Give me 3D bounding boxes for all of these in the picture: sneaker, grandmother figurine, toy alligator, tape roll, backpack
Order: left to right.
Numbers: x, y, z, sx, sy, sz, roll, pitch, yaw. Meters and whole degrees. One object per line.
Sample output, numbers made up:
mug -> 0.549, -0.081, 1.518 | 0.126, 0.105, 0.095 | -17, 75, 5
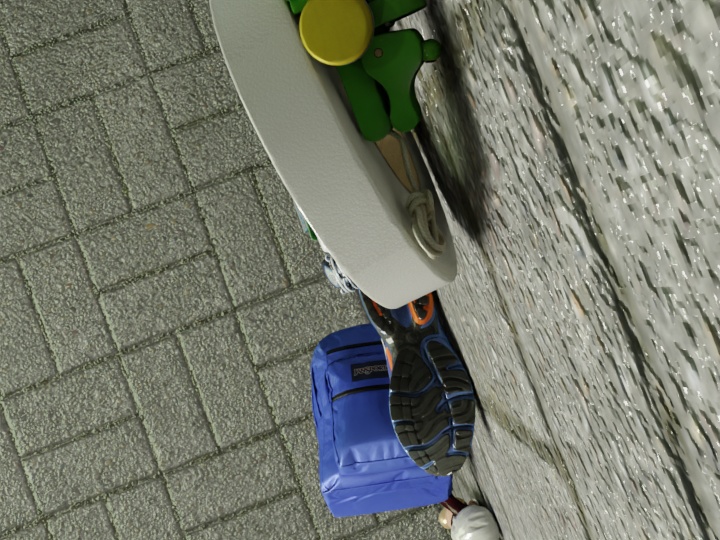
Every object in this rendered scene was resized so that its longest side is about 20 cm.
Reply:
tape roll -> -0.009, -0.079, 0.466 | 0.203, 0.037, 0.203 | 58, -164, -27
sneaker -> 0.000, 0.000, 1.066 | 0.200, 0.085, 0.078 | -124, 13, -78
toy alligator -> 0.008, -0.103, 0.382 | 0.201, 0.054, 0.059 | 61, -164, -9
backpack -> 0.025, 0.155, 1.025 | 0.168, 0.161, 0.201 | 89, 175, -56
sneaker -> 0.055, 0.078, 0.781 | 0.078, 0.075, 0.202 | 45, -148, -74
grandmother figurine -> 0.130, 0.303, 1.068 | 0.121, 0.061, 0.200 | 42, 170, 8

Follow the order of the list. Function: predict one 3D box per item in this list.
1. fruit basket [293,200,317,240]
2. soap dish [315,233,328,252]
fruit basket -> -0.081, -0.139, 1.774 | 0.200, 0.093, 0.187 | 112, 138, -82
soap dish -> -0.032, -0.129, 0.728 | 0.158, 0.081, 0.201 | -115, 5, -63
